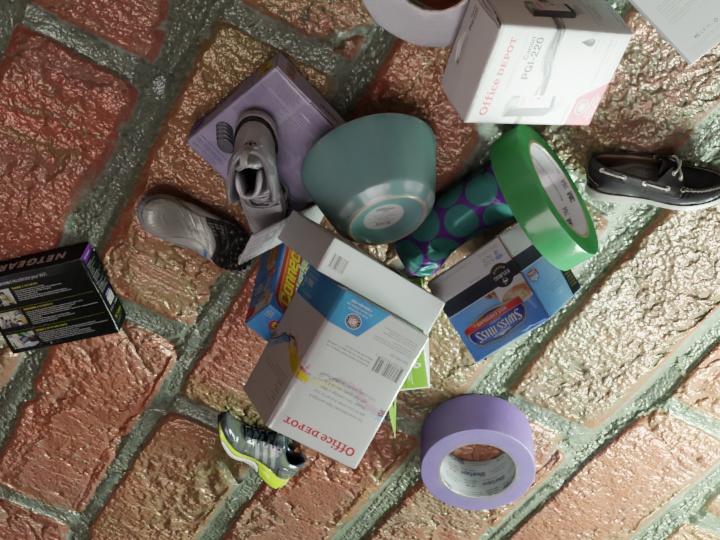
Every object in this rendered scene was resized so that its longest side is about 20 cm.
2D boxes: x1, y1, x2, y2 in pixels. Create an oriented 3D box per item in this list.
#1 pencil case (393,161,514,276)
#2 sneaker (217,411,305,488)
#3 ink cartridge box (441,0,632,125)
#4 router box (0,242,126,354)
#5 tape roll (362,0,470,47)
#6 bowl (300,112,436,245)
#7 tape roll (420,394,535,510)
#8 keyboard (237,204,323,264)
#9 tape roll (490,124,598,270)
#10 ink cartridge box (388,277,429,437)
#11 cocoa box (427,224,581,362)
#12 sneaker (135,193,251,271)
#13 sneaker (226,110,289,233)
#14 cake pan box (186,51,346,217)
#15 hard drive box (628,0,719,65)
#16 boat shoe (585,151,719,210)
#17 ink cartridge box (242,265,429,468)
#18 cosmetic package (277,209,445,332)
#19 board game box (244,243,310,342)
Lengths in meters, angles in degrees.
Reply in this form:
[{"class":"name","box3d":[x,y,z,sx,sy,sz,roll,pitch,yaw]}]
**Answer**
[{"class":"pencil case","box3d":[0.146,-0.073,1.477,0.199,0.085,0.093,-35,102,27]},{"class":"sneaker","box3d":[-0.175,0.304,1.799,0.080,0.074,0.200,-34,126,18]},{"class":"ink cartridge box","box3d":[0.219,-0.264,1.282,0.197,0.085,0.147,-1,134,-23]},{"class":"router box","box3d":[-0.496,0.046,1.632,0.196,0.051,0.151,-11,124,12]},{"class":"tape roll","box3d":[0.093,-0.383,1.261,0.196,0.067,0.203,2,127,3]},{"class":"bowl","box3d":[0.025,-0.109,1.397,0.197,0.106,0.202,-14,151,-8]},{"class":"tape roll","box3d":[0.202,0.316,1.765,0.196,0.086,0.203,2,128,2]},{"class":"keyboard","box3d":[-0.103,-0.060,1.451,0.011,0.199,0.056,45,127,10]},{"class":"tape roll","box3d":[0.249,-0.099,1.377,0.048,0.202,0.200,-30,120,26]},{"class":"ink cartridge box","box3d":[0.073,0.136,1.600,0.074,0.149,0.202,-6,127,7]},{"class":"cocoa box","box3d":[0.210,0.022,1.450,0.133,0.199,0.132,-34,86,27]},{"class":"sneaker","box3d":[-0.246,-0.061,1.536,0.198,0.072,0.073,28,97,-30]},{"class":"sneaker","box3d":[-0.143,-0.105,1.393,0.074,0.116,0.202,0,128,4]},{"class":"cake pan box","box3d":[-0.113,-0.177,1.440,0.183,0.053,0.200,-34,118,28]},{"class":"hard drive box","box3d":[0.395,-0.378,1.236,0.199,0.077,0.155,38,120,-22]},{"class":"boat shoe","box3d":[0.415,-0.132,1.425,0.196,0.074,0.061,6,133,10]},{"class":"ink cartridge box","box3d":[-0.037,0.126,1.360,0.145,0.146,0.202,29,92,-24]},{"class":"cosmetic package","box3d":[0.000,0.000,1.380,0.198,0.150,0.052,30,91,-31]},{"class":"board game box","box3d":[-0.068,0.056,1.516,0.056,0.202,0.195,-34,119,29]}]
